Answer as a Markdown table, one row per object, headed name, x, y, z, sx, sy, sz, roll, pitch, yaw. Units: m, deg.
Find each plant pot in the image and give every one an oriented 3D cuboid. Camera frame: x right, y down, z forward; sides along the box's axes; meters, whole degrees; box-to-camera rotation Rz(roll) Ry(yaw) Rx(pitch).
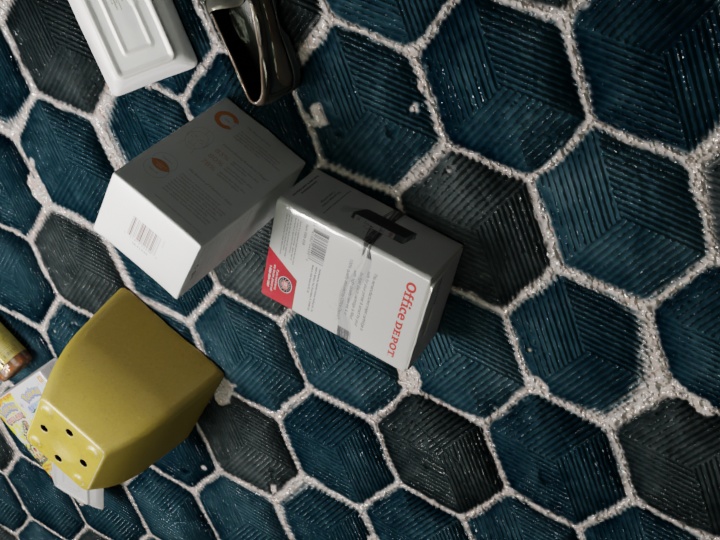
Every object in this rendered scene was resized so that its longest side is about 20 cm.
| name | x | y | z | sx | sy | sz | roll | pitch | yaw |
| --- | --- | --- | --- | --- | --- | --- | --- | --- | --- |
| plant pot | -0.347 | 0.188 | 1.560 | 0.195 | 0.200 | 0.194 | 39 | 135 | 5 |

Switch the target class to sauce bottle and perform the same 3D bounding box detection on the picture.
| name | x | y | z | sx | sy | sz | roll | pitch | yaw |
| --- | --- | --- | --- | --- | --- | --- | --- | --- | --- |
| sauce bottle | -0.610 | 0.086 | 1.774 | 0.200 | 0.066 | 0.066 | 49 | 135 | -2 |

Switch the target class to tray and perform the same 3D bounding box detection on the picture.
| name | x | y | z | sx | sy | sz | roll | pitch | yaw |
| --- | --- | --- | --- | --- | --- | --- | --- | --- | --- |
| tray | -0.460 | 0.306 | 1.791 | 0.107 | 0.022 | 0.200 | 27 | 134 | 16 |
| tray | -0.267 | -0.300 | 1.236 | 0.107 | 0.022 | 0.200 | -20 | 112 | 4 |

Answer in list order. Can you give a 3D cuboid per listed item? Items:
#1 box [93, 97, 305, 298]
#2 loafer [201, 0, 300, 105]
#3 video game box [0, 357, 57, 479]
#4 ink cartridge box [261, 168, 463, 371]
| name | x | y | z | sx | sy | sz | roll | pitch | yaw |
| --- | --- | --- | --- | --- | --- | --- | --- | --- | --- |
| box | -0.175 | -0.084 | 1.239 | 0.124 | 0.200 | 0.098 | 40 | 136 | 6 |
| loafer | -0.126 | -0.269 | 1.168 | 0.072 | 0.063 | 0.200 | -10 | 114 | 40 |
| video game box | -0.493 | 0.249 | 1.820 | 0.200 | 0.047 | 0.182 | -30 | 99 | 44 |
| ink cartridge box | 0.000 | 0.000 | 1.255 | 0.200 | 0.084 | 0.145 | 29 | 132 | 17 |
